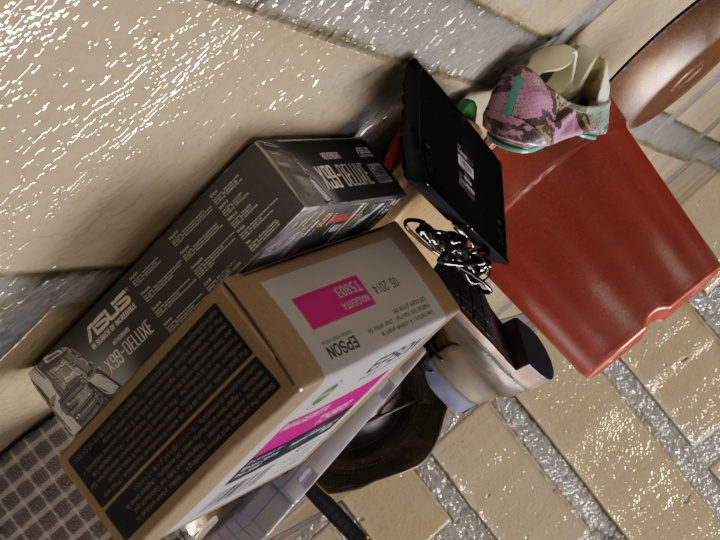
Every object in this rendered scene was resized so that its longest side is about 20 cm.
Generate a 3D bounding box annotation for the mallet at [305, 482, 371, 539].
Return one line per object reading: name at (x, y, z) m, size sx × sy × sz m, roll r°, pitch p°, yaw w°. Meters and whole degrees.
mallet at (-0.057, 0.163, 1.262) m, size 0.041 × 0.200 × 0.066 m, roll -46°, pitch 163°, yaw 6°

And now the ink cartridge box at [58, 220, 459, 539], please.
ink cartridge box at (-0.054, 0.064, 0.902) m, size 0.165 × 0.075 × 0.199 m, roll -44°, pitch 168°, yaw 29°

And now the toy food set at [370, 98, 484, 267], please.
toy food set at (0.019, -0.030, 1.066) m, size 0.200 × 0.048 × 0.198 m, roll -49°, pitch 165°, yaw -10°

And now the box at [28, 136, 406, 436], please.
box at (-0.080, 0.007, 0.913) m, size 0.200 × 0.050 × 0.157 m, roll -44°, pitch 169°, yaw 20°

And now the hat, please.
hat at (-0.009, 0.103, 1.430) m, size 0.200 × 0.200 × 0.081 m, roll -37°, pitch 131°, yaw -14°

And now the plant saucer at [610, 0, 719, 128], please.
plant saucer at (0.298, -0.194, 1.457) m, size 0.200 × 0.037 × 0.201 m, roll -39°, pitch 171°, yaw -8°

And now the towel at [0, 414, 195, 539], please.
towel at (-0.208, 0.209, 1.009) m, size 0.199 × 0.166 × 0.086 m, roll -40°, pitch 167°, yaw -1°

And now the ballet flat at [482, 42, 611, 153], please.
ballet flat at (0.145, -0.129, 1.131) m, size 0.200 × 0.069 × 0.072 m, roll -19°, pitch 131°, yaw -64°

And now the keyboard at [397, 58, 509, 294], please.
keyboard at (0.050, -0.050, 0.969) m, size 0.039 × 0.106 × 0.200 m, roll -7°, pitch 163°, yaw 19°

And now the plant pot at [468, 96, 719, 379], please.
plant pot at (0.187, -0.030, 1.307) m, size 0.200 × 0.196 × 0.201 m, roll -38°, pitch 170°, yaw -8°

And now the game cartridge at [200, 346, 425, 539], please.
game cartridge at (-0.038, 0.132, 1.169) m, size 0.200 × 0.038 × 0.130 m, roll -47°, pitch 177°, yaw -32°

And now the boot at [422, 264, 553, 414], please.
boot at (0.075, 0.061, 1.321) m, size 0.096 × 0.075 × 0.200 m, roll -31°, pitch 131°, yaw 23°

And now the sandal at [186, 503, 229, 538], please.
sandal at (-0.150, 0.177, 1.122) m, size 0.209 × 0.070 × 0.078 m, roll -12°, pitch 163°, yaw -13°
